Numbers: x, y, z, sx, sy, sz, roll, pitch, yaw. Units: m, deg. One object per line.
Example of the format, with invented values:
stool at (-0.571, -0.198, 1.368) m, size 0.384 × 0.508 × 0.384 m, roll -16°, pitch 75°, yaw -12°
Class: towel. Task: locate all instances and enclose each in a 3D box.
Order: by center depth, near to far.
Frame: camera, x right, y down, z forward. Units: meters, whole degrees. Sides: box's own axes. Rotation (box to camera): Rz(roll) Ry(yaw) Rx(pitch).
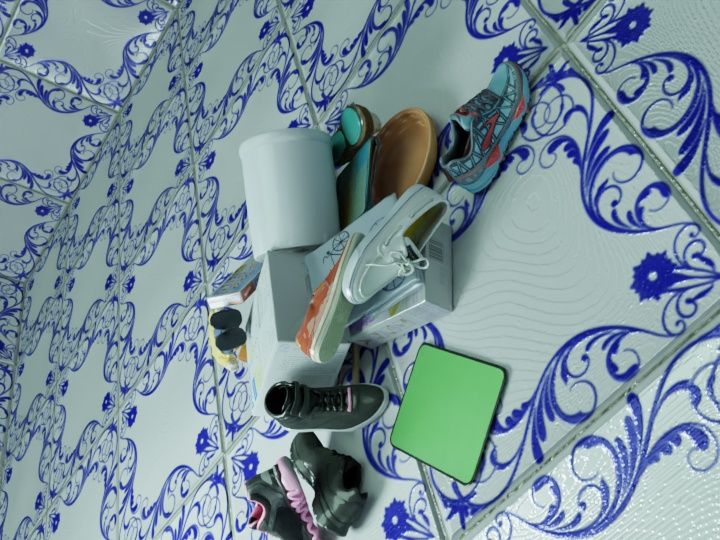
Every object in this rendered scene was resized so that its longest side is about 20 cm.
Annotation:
towel at (-0.011, -0.135, 1.455) m, size 0.200 × 0.021 × 0.148 m, roll 141°, pitch 137°, yaw -66°

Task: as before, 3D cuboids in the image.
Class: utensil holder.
utensil holder at (-0.119, -0.126, 1.450) m, size 0.169 × 0.169 × 0.202 m, roll -19°, pitch 76°, yaw 51°

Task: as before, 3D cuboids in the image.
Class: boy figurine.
boy figurine at (-0.245, 0.125, 1.510) m, size 0.200 × 0.064 × 0.126 m, roll 127°, pitch 128°, yaw -75°

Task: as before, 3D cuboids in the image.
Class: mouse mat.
mouse mat at (0.116, 0.192, 1.144) m, size 0.199 × 0.007 × 0.163 m, roll 13°, pitch 83°, yaw 58°

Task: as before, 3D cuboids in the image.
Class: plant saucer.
plant saucer at (0.067, -0.179, 1.413) m, size 0.200 × 0.037 × 0.202 m, roll -36°, pitch 44°, yaw 44°

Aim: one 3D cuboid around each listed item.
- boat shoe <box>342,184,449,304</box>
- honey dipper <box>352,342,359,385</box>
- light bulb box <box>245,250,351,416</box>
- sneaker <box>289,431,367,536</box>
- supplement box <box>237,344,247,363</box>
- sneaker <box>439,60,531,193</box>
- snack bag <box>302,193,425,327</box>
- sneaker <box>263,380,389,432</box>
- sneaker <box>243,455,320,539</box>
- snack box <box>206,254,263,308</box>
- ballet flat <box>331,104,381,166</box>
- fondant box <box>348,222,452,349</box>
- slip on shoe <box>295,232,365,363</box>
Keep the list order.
boat shoe at (0.060, -0.027, 1.174) m, size 0.202 × 0.075 × 0.086 m, roll -50°, pitch 45°, yaw -10°
honey dipper at (-0.007, 0.122, 1.356) m, size 0.038 × 0.038 × 0.202 m, roll -30°, pitch 52°, yaw 45°
light bulb box at (-0.111, 0.108, 1.382) m, size 0.201 × 0.123 × 0.200 m, roll 112°, pitch 156°, yaw -43°
sneaker at (-0.043, 0.309, 1.273) m, size 0.091 × 0.076 × 0.200 m, roll -49°, pitch 42°, yaw 12°
supplement box at (-0.167, 0.087, 1.590) m, size 0.069 × 0.066 × 0.202 m, roll 4°, pitch 76°, yaw 57°
sneaker at (0.179, -0.219, 1.207) m, size 0.079 × 0.095 × 0.202 m, roll 20°, pitch 89°, yaw 58°
snack bag at (0.000, 0.000, 1.274) m, size 0.199 × 0.021 × 0.190 m, roll -34°, pitch 45°, yaw 21°
sneaker at (-0.060, 0.205, 1.268) m, size 0.198 × 0.099 × 0.071 m, roll -13°, pitch 62°, yaw 23°
sneaker at (-0.121, 0.372, 1.242) m, size 0.079 × 0.095 × 0.202 m, roll 46°, pitch 155°, yaw 58°
snack box at (-0.204, 0.010, 1.518) m, size 0.071 × 0.025 × 0.200 m, roll -10°, pitch 21°, yaw 25°
ballet flat at (-0.004, -0.242, 1.455) m, size 0.068 × 0.072 × 0.200 m, roll 67°, pitch 159°, yaw 12°
fondant box at (0.057, 0.022, 1.289) m, size 0.199 × 0.058 × 0.146 m, roll -31°, pitch 48°, yaw 47°
slip on shoe at (-0.041, 0.035, 1.215) m, size 0.061 × 0.074 × 0.202 m, roll 17°, pitch 81°, yaw 31°
